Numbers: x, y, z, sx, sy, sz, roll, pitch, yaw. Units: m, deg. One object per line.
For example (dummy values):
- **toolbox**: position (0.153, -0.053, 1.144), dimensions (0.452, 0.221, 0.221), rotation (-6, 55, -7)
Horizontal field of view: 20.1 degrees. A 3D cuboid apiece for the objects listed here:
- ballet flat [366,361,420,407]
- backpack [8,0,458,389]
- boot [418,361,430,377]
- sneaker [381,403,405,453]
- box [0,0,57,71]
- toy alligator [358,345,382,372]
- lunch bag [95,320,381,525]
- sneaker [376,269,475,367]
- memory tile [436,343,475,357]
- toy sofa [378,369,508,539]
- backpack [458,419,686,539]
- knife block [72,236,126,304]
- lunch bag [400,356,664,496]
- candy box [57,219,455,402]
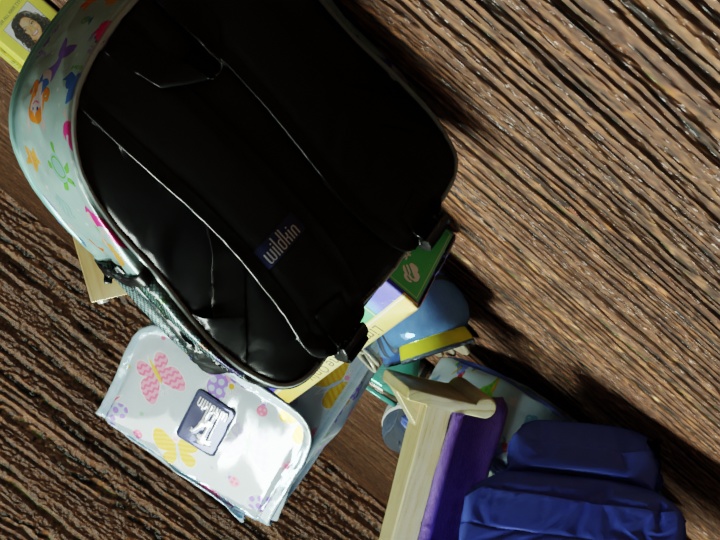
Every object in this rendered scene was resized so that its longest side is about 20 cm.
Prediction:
- **ballet flat**: position (-0.035, 0.040, 1.725), dimensions (0.199, 0.071, 0.067), rotation (29, 177, 6)
- **backpack**: position (-0.072, -0.064, 1.004), dimensions (0.150, 0.178, 0.200), rotation (18, 155, 53)
- **boot**: position (-0.023, 0.065, 1.863), dimensions (0.130, 0.068, 0.200), rotation (36, 175, -24)
- **sneaker**: position (0.052, 0.184, 1.753), dimensions (0.077, 0.147, 0.202), rotation (35, 161, -21)
- **box**: position (-0.271, -0.195, 1.560), dimensions (0.200, 0.050, 0.075), rotation (40, 170, -16)
- **toy alligator**: position (-0.029, -0.014, 1.418), dimensions (0.200, 0.054, 0.059), rotation (49, 165, 26)
- **lunch bag**: position (-0.084, 0.076, 1.574), dimensions (0.169, 0.201, 0.127), rotation (35, 173, 7)
- **sneaker**: position (0.039, 0.023, 1.414), dimensions (0.200, 0.065, 0.079), rotation (113, 138, -85)
- **memory tile**: position (0.000, 0.000, 1.572), dimensions (0.199, 0.017, 0.153), rotation (38, 172, -4)
- **toy sofa**: position (0.047, 0.176, 1.418), dimensions (0.097, 0.202, 0.083), rotation (14, -176, -12)
- **backpack**: position (0.154, 0.200, 1.401), dimensions (0.161, 0.169, 0.200), rotation (12, 163, 12)
- **knife block**: position (-0.191, -0.071, 1.567), dimensions (0.200, 0.063, 0.177), rotation (-52, -51, -81)
- **lunch bag**: position (0.135, 0.152, 1.571), dimensions (0.200, 0.083, 0.161), rotation (39, 172, -25)
- **candy box**: position (-0.067, -0.027, 1.280), dimensions (0.199, 0.077, 0.169), rotation (38, 140, -11)
